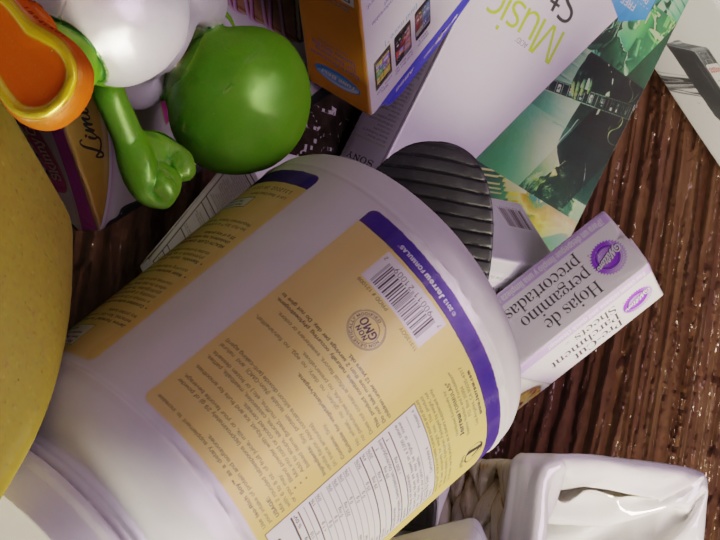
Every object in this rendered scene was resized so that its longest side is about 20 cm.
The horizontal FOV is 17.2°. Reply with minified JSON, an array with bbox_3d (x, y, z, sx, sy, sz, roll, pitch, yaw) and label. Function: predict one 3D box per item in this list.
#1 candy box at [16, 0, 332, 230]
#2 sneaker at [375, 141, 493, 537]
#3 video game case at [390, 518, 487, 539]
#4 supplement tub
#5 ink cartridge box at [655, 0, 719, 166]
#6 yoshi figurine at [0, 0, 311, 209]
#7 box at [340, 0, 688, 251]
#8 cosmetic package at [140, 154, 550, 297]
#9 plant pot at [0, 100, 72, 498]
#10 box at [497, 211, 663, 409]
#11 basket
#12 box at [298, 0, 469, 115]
[{"bbox_3d":[-0.083,-0.120,1.053,0.200,0.061,0.137,-34,116,-38],"label":"candy box"},{"bbox_3d":[0.019,0.037,1.067,0.089,0.074,0.202,-41,143,-75],"label":"sneaker"},{"bbox_3d":[-0.008,0.209,1.064,0.022,0.199,0.183,-74,143,-59],"label":"video game case"},{"bbox_3d":[-0.050,0.064,0.924,0.200,0.145,0.146,-39,119,-25],"label":"supplement tub"},{"bbox_3d":[0.238,-0.150,1.355,0.200,0.083,0.145,50,60,-35],"label":"ink cartridge box"},{"bbox_3d":[-0.071,-0.084,0.908,0.200,0.112,0.113,11,65,-76],"label":"yoshi figurine"},{"bbox_3d":[0.085,-0.106,1.204,0.144,0.036,0.201,27,90,-42],"label":"box"},{"bbox_3d":[0.000,0.000,1.116,0.199,0.083,0.051,9,43,-47],"label":"cosmetic package"},{"bbox_3d":[-0.218,0.002,0.846,0.200,0.194,0.195,-52,126,-40],"label":"plant pot"},{"bbox_3d":[0.054,0.052,1.139,0.200,0.039,0.041,-38,152,-1],"label":"box"},{"bbox_3d":[0.080,0.188,1.188,0.135,0.123,0.202,10,86,-45],"label":"basket"},{"bbox_3d":[0.020,-0.155,1.021,0.119,0.041,0.200,-52,164,-20],"label":"box"}]
